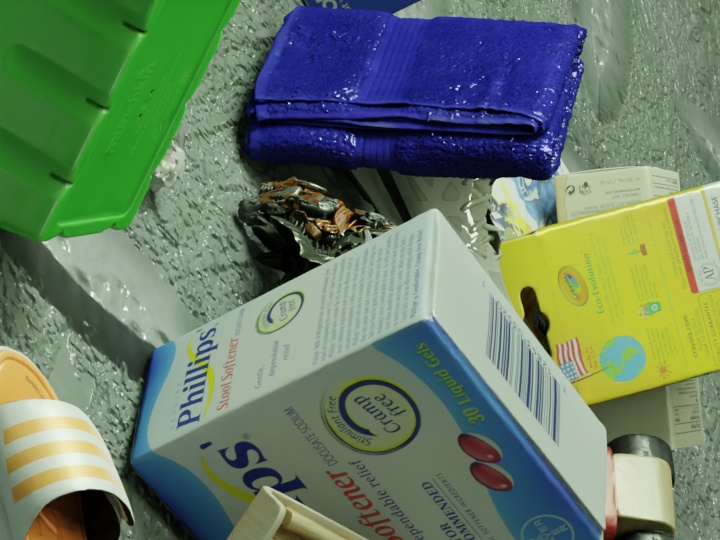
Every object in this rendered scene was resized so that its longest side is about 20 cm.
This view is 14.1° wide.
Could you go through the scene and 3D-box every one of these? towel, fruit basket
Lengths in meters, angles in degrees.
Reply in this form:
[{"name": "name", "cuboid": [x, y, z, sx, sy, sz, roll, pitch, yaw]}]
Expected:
[{"name": "towel", "cuboid": [0.036, -0.119, 1.838, 0.148, 0.199, 0.050, -73, 164, -47]}, {"name": "fruit basket", "cuboid": [-0.179, -0.137, 1.515, 0.155, 0.215, 0.216, -12, 80, -63]}]

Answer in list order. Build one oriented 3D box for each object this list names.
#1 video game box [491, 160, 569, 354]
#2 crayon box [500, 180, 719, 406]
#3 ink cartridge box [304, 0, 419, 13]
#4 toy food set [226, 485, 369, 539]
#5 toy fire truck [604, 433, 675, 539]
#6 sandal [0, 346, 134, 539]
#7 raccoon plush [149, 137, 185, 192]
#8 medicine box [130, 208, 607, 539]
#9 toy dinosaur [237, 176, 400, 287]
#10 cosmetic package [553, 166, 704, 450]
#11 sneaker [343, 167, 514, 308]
[{"name": "video game box", "cuboid": [0.090, -0.054, 2.049, 0.182, 0.047, 0.200, 55, 29, -20]}, {"name": "crayon box", "cuboid": [0.193, 0.016, 1.984, 0.051, 0.199, 0.127, 154, -78, -81]}, {"name": "ink cartridge box", "cuboid": [-0.028, -0.260, 1.944, 0.200, 0.094, 0.044, 58, 28, -17]}, {"name": "toy food set", "cuboid": [-0.026, 0.209, 1.518, 0.060, 0.144, 0.200, 34, 1, 44]}, {"name": "toy fire truck", "cuboid": [0.081, 0.186, 1.766, 0.199, 0.176, 0.129, 8, 52, -10]}, {"name": "sandal", "cuboid": [-0.143, 0.131, 1.466, 0.079, 0.059, 0.207, 18, 54, -56]}, {"name": "raccoon plush", "cuboid": [-0.118, -0.157, 1.655, 0.200, 0.134, 0.097, 50, 30, -29]}, {"name": "medicine box", "cuboid": [0.007, 0.096, 1.608, 0.182, 0.200, 0.103, 51, 25, -27]}, {"name": "toy dinosaur", "cuboid": [0.000, 0.000, 1.724, 0.136, 0.200, 0.102, -22, 112, -44]}, {"name": "cosmetic package", "cuboid": [0.192, 0.030, 2.069, 0.103, 0.073, 0.201, 6, 80, -70]}, {"name": "sneaker", "cuboid": [0.071, -0.050, 1.878, 0.201, 0.115, 0.076, 56, 10, 15]}]
